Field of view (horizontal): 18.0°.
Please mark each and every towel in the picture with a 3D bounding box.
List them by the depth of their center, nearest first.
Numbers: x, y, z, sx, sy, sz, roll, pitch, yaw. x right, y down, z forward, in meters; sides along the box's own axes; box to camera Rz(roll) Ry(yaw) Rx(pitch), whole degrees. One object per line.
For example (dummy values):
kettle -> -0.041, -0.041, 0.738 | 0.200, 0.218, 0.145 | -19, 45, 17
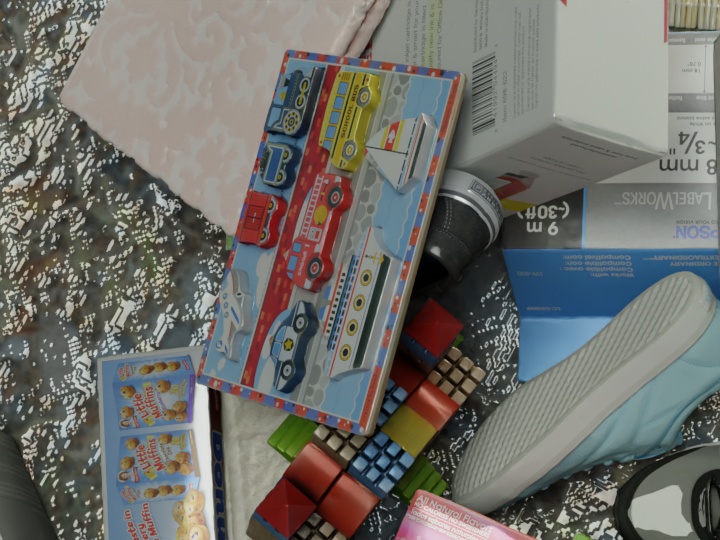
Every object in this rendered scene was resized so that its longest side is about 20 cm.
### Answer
towel -> -0.087, 0.142, 1.381 | 0.132, 0.034, 0.200 | -9, 76, 14
towel -> -0.082, -0.140, 1.383 | 0.200, 0.032, 0.191 | 38, 105, 38

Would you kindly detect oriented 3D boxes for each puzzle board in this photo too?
puzzle board -> -0.021, -0.020, 1.257 | 0.151, 0.017, 0.200 | 13, 88, 49

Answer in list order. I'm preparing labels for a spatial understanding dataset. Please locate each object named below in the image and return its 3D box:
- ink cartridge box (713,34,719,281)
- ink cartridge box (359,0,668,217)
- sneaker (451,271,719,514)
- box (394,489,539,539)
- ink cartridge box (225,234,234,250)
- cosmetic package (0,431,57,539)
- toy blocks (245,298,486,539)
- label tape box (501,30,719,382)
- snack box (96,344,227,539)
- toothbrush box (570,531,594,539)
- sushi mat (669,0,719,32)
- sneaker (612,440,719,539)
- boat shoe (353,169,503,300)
ink cartridge box -> 0.303, -0.066, 1.267 | 0.200, 0.084, 0.146 | 1, 77, -5
ink cartridge box -> 0.079, -0.114, 1.287 | 0.200, 0.083, 0.145 | -21, 62, 52
sneaker -> 0.143, 0.090, 1.313 | 0.200, 0.074, 0.082 | -39, 112, 24
box -> 0.107, 0.200, 1.188 | 0.200, 0.103, 0.095 | 22, 83, 20
ink cartridge box -> -0.026, -0.107, 1.409 | 0.104, 0.059, 0.200 | -4, 75, 17
cosmetic package -> -0.224, 0.193, 1.367 | 0.090, 0.107, 0.200 | -26, 70, 7
toy blocks -> 0.004, 0.099, 1.292 | 0.100, 0.137, 0.200 | 40, 76, 5
label tape box -> 0.160, -0.037, 1.341 | 0.144, 0.063, 0.200 | 0, 77, 16
snack box -> -0.117, 0.147, 1.357 | 0.072, 0.024, 0.200 | -7, 77, 15
toothbrush box -> 0.173, 0.258, 1.257 | 0.200, 0.086, 0.146 | 31, 87, 18
sushi mat -> 0.217, -0.241, 1.366 | 0.096, 0.012, 0.200 | 5, 99, 15
sneaker -> 0.239, 0.128, 1.274 | 0.200, 0.079, 0.074 | -3, 78, 15
boat shoe -> 0.000, 0.000, 1.290 | 0.200, 0.070, 0.066 | -15, 35, 48
